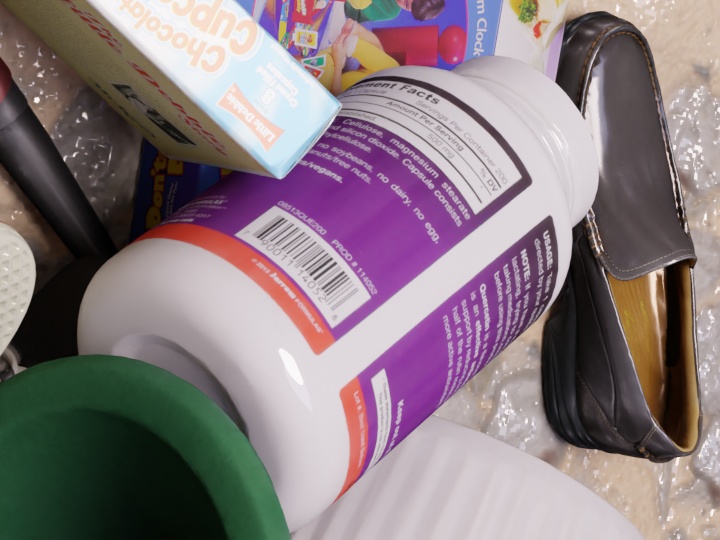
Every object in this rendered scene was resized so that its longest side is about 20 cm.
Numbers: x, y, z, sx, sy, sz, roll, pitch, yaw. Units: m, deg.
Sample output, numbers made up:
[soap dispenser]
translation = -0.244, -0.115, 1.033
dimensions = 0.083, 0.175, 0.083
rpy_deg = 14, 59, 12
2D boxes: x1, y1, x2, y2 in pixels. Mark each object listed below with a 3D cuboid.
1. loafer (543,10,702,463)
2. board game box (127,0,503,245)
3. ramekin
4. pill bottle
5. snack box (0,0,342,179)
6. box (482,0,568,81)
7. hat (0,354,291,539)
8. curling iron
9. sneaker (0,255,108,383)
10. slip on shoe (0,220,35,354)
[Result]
[loafer]
translation = 0.122, -0.013, 0.997
dimensions = 0.072, 0.072, 0.201
rpy_deg = -18, 109, -31
[board game box]
translation = -0.017, -0.055, 0.902
dimensions = 0.134, 0.045, 0.202
rpy_deg = 6, 96, -37
[ramekin]
translation = 0.028, 0.130, 0.888
dimensions = 0.202, 0.202, 0.095
rpy_deg = 40, 64, -35
[pill bottle]
translation = 0.000, 0.000, 0.815
dimensions = 0.200, 0.112, 0.113
rpy_deg = -38, 121, -39
[snack box]
translation = -0.104, -0.110, 0.755
dimensions = 0.200, 0.116, 0.037
rpy_deg = 44, 79, -21
[box]
translation = 0.057, -0.090, 0.953
dimensions = 0.038, 0.041, 0.202
rpy_deg = 6, 97, -36
[hat]
translation = -0.058, 0.138, 0.806
dimensions = 0.176, 0.165, 0.201
rpy_deg = 16, 91, -61
[curling iron]
translation = -0.139, -0.058, 0.820
dimensions = 0.200, 0.025, 0.050
rpy_deg = 57, 30, -36
[sneaker]
translation = -0.158, 0.064, 0.805
dimensions = 0.089, 0.074, 0.200
rpy_deg = 44, 76, -32
[slip on shoe]
translation = -0.197, 0.041, 0.747
dimensions = 0.199, 0.061, 0.074
rpy_deg = -35, 147, -1
